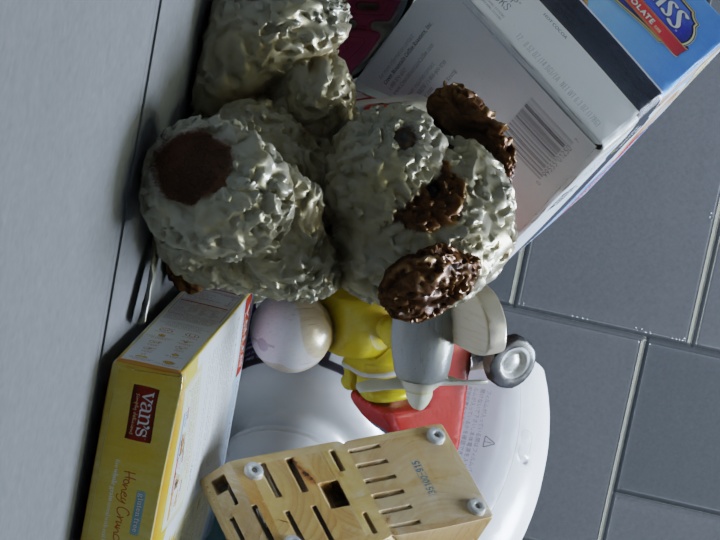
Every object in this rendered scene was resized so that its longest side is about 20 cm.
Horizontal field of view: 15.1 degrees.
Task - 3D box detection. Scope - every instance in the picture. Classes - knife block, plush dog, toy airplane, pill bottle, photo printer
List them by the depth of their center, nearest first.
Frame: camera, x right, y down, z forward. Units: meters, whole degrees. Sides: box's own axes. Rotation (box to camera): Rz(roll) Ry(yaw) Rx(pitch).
[{"bbox_3d":[-0.008,-0.031,1.325,0.200,0.171,0.161,-72,172,-48],"label":"plush dog"},{"bbox_3d":[-0.014,0.163,1.457,0.064,0.200,0.176,60,-40,28],"label":"knife block"},{"bbox_3d":[0.000,0.000,1.468,0.141,0.199,0.200,-29,166,-19],"label":"toy airplane"},{"bbox_3d":[-0.027,0.072,1.657,0.200,0.111,0.112,-71,171,-45],"label":"pill bottle"},{"bbox_3d":[0.020,0.114,1.763,0.069,0.200,0.167,92,11,-60],"label":"photo printer"}]

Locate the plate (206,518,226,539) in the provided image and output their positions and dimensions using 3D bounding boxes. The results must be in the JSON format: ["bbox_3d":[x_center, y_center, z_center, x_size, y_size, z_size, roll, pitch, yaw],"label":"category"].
[{"bbox_3d":[-0.059,0.209,1.515,0.200,0.026,0.201,168,-90,-69],"label":"plate"}]

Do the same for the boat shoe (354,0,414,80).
[{"bbox_3d":[-0.008,-0.121,1.678,0.072,0.060,0.202,93,11,-57],"label":"boat shoe"}]

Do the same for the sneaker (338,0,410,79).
[{"bbox_3d":[0.006,-0.194,1.592,0.087,0.074,0.200,67,30,-69],"label":"sneaker"}]

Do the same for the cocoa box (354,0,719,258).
[{"bbox_3d":[0.087,-0.101,1.527,0.131,0.133,0.200,-39,174,-35],"label":"cocoa box"}]

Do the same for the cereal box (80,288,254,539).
[{"bbox_3d":[-0.098,0.092,1.372,0.200,0.039,0.144,-56,157,-77],"label":"cereal box"}]
